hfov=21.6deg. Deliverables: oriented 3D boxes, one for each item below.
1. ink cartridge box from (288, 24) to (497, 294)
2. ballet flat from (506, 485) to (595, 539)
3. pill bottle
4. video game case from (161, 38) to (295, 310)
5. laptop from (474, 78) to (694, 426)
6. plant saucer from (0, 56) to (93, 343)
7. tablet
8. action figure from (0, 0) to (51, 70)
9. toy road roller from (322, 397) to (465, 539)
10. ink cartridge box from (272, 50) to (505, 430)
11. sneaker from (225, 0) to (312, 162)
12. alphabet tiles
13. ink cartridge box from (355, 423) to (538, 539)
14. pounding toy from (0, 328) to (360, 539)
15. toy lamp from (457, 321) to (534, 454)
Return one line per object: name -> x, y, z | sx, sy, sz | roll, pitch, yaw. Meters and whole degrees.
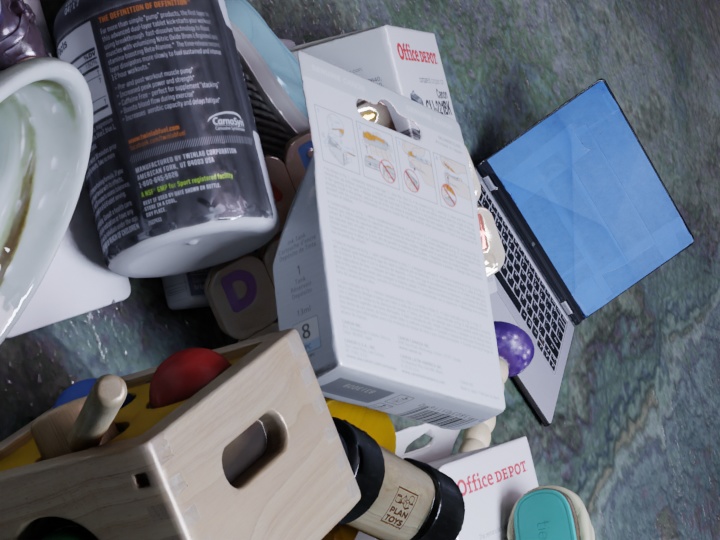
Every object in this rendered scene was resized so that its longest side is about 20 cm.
ink cartridge box -> 0.022, -0.067, 1.332 | 0.144, 0.083, 0.201 | -16, 91, -73
ballet flat -> 0.125, 0.232, 1.171 | 0.069, 0.069, 0.201 | 39, 44, -44
pill bottle -> -0.119, -0.105, 1.111 | 0.106, 0.106, 0.201 | 4, 69, -58
video game case -> -0.082, -0.070, 1.253 | 0.200, 0.023, 0.183 | -5, 81, -59
laptop -> 0.176, -0.015, 1.564 | 0.188, 0.115, 0.200 | 55, 35, -28
plant saucer -> -0.205, -0.021, 0.928 | 0.201, 0.050, 0.200 | -59, 169, -19
tablet -> -0.196, -0.069, 1.073 | 0.130, 0.014, 0.201 | -21, 94, -60
action figure -> -0.205, -0.144, 0.975 | 0.130, 0.069, 0.200 | 47, -13, 22
toy road roller -> -0.047, 0.163, 1.135 | 0.123, 0.146, 0.201 | 32, 87, -48
ink cartridge box -> 0.011, -0.015, 1.134 | 0.160, 0.047, 0.201 | 18, 56, -47
sneaker -> -0.047, -0.095, 1.231 | 0.201, 0.074, 0.082 | 61, 34, -24
alphabet tiles -> 0.000, 0.000, 1.208 | 0.199, 0.015, 0.196 | -30, 113, -20
ink cartridge box -> 0.048, 0.201, 1.237 | 0.128, 0.125, 0.201 | -7, 82, -60
pounding toy -> -0.117, 0.103, 0.952 | 0.200, 0.183, 0.143 | -36, 107, -58
toy lamp -> 0.089, 0.122, 1.413 | 0.058, 0.058, 0.200 | 57, 35, -27
